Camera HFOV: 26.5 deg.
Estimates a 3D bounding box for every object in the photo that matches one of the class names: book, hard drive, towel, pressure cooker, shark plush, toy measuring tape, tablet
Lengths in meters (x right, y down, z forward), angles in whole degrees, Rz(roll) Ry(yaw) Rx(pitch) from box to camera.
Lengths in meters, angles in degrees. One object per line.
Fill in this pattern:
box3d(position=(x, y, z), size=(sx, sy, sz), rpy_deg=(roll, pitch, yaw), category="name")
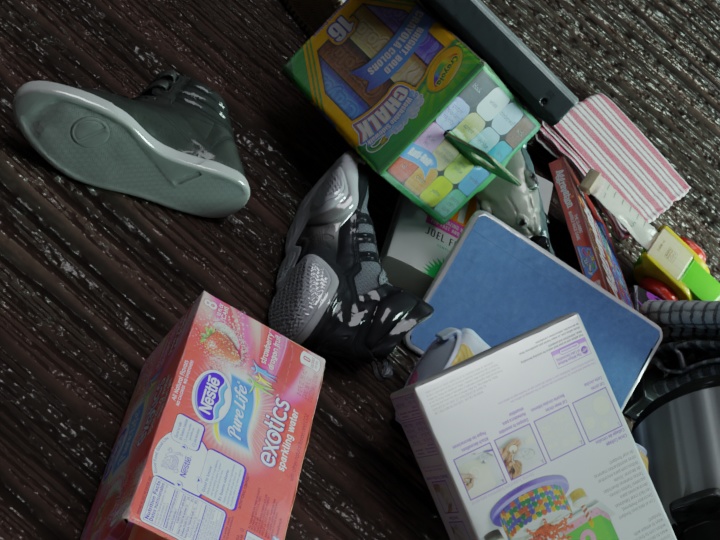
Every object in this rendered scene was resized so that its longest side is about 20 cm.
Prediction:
box3d(position=(0.092, -0.034, 1.346), size=(0.133, 0.048, 0.200), rpy_deg=(28, 40, -10), category="book")
box3d(position=(0.091, -0.206, 1.270), size=(0.200, 0.033, 0.140), rpy_deg=(43, 7, -9), category="hard drive")
box3d(position=(0.260, -0.111, 1.572), size=(0.146, 0.030, 0.200), rpy_deg=(50, 30, 6), category="towel")
box3d(position=(0.362, 0.072, 1.320), size=(0.200, 0.165, 0.086), rpy_deg=(5, 85, -43), category="towel")
box3d(position=(0.301, 0.206, 1.199), size=(0.175, 0.179, 0.200), rpy_deg=(10, 45, -8), category="pressure cooker")
box3d(position=(0.147, -0.067, 1.332), size=(0.083, 0.091, 0.200), rpy_deg=(31, 21, -54), category="shark plush")
box3d(position=(0.270, -0.021, 1.459), size=(0.200, 0.074, 0.074), rpy_deg=(41, 37, -15), category="toy measuring tape")
box3d(position=(0.145, 0.055, 1.264), size=(0.200, 0.014, 0.130), rpy_deg=(32, 83, -13), category="tablet")

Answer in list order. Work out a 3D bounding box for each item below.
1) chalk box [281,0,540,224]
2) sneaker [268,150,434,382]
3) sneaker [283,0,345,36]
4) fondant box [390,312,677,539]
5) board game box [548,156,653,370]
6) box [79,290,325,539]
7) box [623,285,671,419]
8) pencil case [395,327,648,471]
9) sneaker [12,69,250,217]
box3d(position=(0.054, -0.130, 1.266), size=(0.200, 0.124, 0.124), rpy_deg=(50, 8, 36), category="chalk box")
box3d(position=(0.000, 0.000, 1.203), size=(0.114, 0.075, 0.200), rpy_deg=(31, 44, -18), category="sneaker")
box3d(position=(0.004, -0.249, 1.441), size=(0.112, 0.071, 0.200), rpy_deg=(-26, 82, -47), category="sneaker")
box3d(position=(0.127, 0.150, 1.098), size=(0.144, 0.058, 0.201), rpy_deg=(-22, 86, -22), category="fondant box")
box3d(position=(0.217, -0.008, 1.391), size=(0.103, 0.019, 0.200), rpy_deg=(51, 20, -36), category="board game box")
box3d(position=(-0.102, 0.126, 0.970), size=(0.102, 0.095, 0.200), rpy_deg=(31, 39, -16), category="box")
box3d(position=(0.325, 0.113, 1.420), size=(0.200, 0.036, 0.143), rpy_deg=(29, 39, -20), category="box")
box3d(position=(0.125, 0.128, 1.175), size=(0.200, 0.091, 0.083), rpy_deg=(33, 14, -10), category="pencil case")
box3d(position=(-0.175, -0.115, 1.159), size=(0.200, 0.071, 0.099), rpy_deg=(22, 40, -34), category="sneaker")
